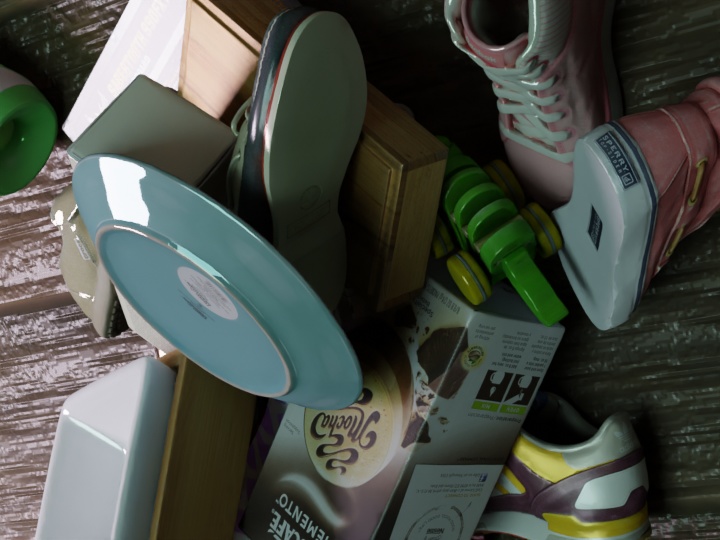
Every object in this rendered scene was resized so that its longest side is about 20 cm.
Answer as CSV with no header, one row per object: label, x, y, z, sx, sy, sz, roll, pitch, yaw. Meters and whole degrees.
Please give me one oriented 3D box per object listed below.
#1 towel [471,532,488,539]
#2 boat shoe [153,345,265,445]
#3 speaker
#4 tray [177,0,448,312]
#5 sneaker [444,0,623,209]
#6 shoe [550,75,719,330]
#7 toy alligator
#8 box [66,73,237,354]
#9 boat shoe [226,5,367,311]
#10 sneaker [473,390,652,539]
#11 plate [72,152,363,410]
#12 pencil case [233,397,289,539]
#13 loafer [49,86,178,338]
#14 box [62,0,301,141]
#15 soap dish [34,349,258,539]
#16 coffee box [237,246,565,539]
towel,0.001,0.243,1.466,0.023,0.143,0.201,-110,22,-50
boat shoe,-0.102,0.104,1.528,0.072,0.072,0.201,-8,114,45
speaker,-0.303,-0.130,1.572,0.199,0.088,0.089,32,133,27
tray,-0.033,-0.075,1.273,0.200,0.037,0.099,41,137,35
sneaker,0.086,-0.107,1.191,0.075,0.104,0.202,26,131,29
shoe,0.158,-0.034,1.191,0.072,0.090,0.200,62,171,19
toy alligator,0.053,-0.046,1.253,0.200,0.059,0.054,53,172,39
box,-0.105,-0.019,1.327,0.082,0.068,0.200,33,157,20
boat shoe,-0.042,-0.057,1.202,0.062,0.071,0.201,37,140,34
sneaker,0.085,0.110,1.354,0.199,0.075,0.091,5,108,36
plate,-0.085,0.015,1.234,0.199,0.026,0.201,34,158,16
pencil case,-0.056,0.147,1.448,0.085,0.084,0.201,30,112,1
loafer,-0.155,-0.041,1.412,0.068,0.076,0.201,34,135,16
box,-0.091,-0.097,1.410,0.159,0.048,0.200,49,138,12
soap dish,-0.136,0.142,1.403,0.200,0.081,0.159,154,128,-63
coffee box,0.021,0.092,1.314,0.113,0.079,0.201,37,110,45
